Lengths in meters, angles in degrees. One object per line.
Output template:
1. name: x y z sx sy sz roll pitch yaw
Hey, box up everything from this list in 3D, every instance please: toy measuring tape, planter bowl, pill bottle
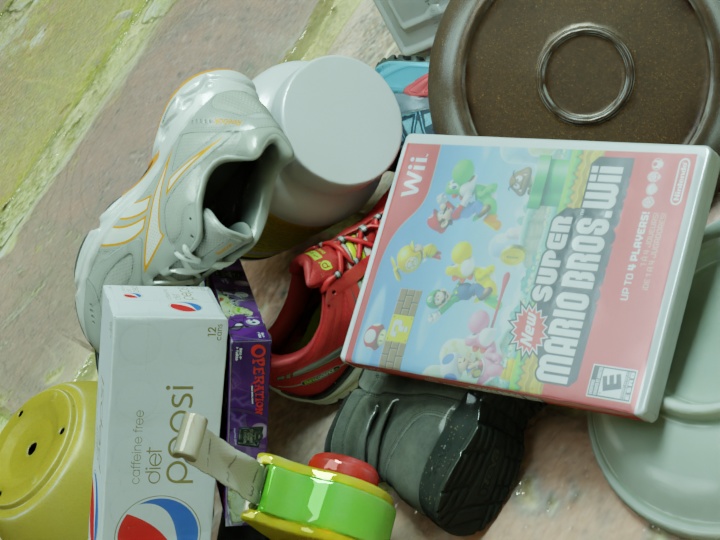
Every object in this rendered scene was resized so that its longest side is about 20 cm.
1. toy measuring tape: -0.028 0.122 0.752 0.073 0.200 0.074 -9 61 18
2. planter bowl: -0.207 0.143 0.998 0.199 0.083 0.202 -28 42 28
3. pill bottle: -0.051 -0.077 0.966 0.113 0.112 0.200 -64 17 -20

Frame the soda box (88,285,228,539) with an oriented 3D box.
1. soda box: -0.123 0.113 0.831 0.064 0.067 0.202 -135 49 -68

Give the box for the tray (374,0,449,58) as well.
1. tray: 0.049 -0.190 0.946 0.022 0.108 0.200 -32 10 -15

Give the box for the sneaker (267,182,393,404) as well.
1. sneaker: 0.000 0.000 0.893 0.201 0.085 0.077 -56 40 11

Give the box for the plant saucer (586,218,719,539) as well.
1. plant saucer: 0.193 0.037 0.715 0.199 0.050 0.201 -28 40 26

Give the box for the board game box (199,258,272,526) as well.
1. board game box: -0.085 0.062 0.900 0.200 0.032 0.121 -121 36 -67

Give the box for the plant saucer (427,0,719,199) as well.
1. plant saucer: 0.133 -0.112 0.817 0.198 0.032 0.202 0 91 17

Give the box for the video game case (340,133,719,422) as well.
1. video game case: 0.087 -0.003 0.763 0.199 0.017 0.144 7 75 40

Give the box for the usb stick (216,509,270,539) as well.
1. usb stick: -0.075 0.214 0.846 0.055 0.033 0.201 -19 46 33

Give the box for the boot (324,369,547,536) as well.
1. boot: 0.059 0.047 0.826 0.130 0.068 0.201 25 79 51

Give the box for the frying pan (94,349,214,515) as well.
1. frying pan: -0.121 0.065 0.926 0.190 0.031 0.116 39 115 41

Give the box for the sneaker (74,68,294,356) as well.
1. sneaker: -0.108 -0.019 0.853 0.092 0.075 0.201 46 115 45

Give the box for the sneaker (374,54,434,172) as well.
1. sneaker: 0.091 -0.089 0.933 0.199 0.079 0.096 9 92 42
